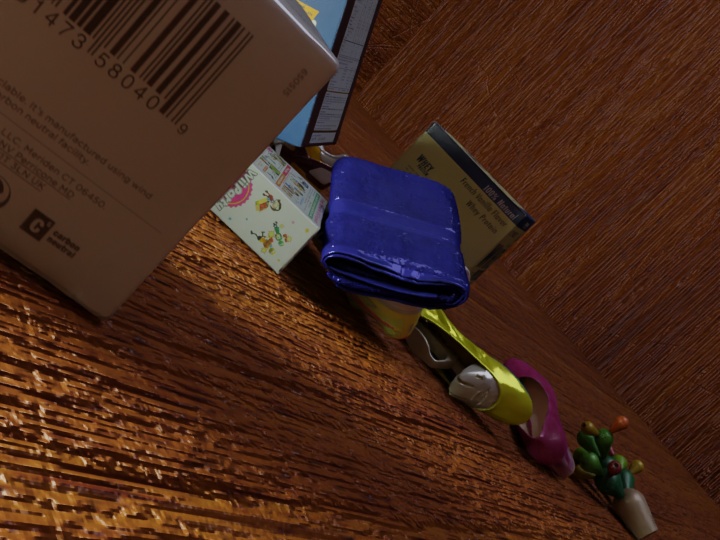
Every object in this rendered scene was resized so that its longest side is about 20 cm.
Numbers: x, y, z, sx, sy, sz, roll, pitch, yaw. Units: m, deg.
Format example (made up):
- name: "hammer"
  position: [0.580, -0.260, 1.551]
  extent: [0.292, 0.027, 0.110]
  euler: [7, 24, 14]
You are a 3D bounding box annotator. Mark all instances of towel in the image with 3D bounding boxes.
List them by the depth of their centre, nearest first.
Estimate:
- name: "towel"
  position: [0.032, -0.038, 0.937]
  extent: [0.147, 0.050, 0.201]
  euler: [16, 34, -9]

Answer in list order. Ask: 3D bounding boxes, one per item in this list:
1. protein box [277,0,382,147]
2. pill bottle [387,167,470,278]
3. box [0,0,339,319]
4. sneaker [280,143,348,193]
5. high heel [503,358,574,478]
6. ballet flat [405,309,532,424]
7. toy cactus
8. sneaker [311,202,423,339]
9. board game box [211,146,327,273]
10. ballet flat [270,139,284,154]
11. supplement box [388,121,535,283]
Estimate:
- name: "protein box"
  position: [-0.102, -0.265, 1.009]
  extent: [0.197, 0.201, 0.135]
  euler: [22, 13, 10]
- name: "pill bottle"
  position: [0.060, -0.040, 1.251]
  extent: [0.200, 0.111, 0.111]
  euler: [52, 12, 33]
- name: "box"
  position: [-0.155, -0.128, 0.511]
  extent: [0.199, 0.200, 0.172]
  euler: [39, 14, -26]
- name: "sneaker"
  position: [-0.103, -0.194, 1.260]
  extent: [0.200, 0.090, 0.075]
  euler: [47, 10, 2]
- name: "high heel"
  position: [0.213, 0.170, 1.181]
  extent: [0.096, 0.067, 0.201]
  euler: [50, 18, -39]
- name: "ballet flat"
  position: [0.109, 0.109, 1.050]
  extent: [0.200, 0.067, 0.067]
  euler: [46, 31, 16]
- name: "toy cactus"
  position: [0.364, 0.290, 1.281]
  extent: [0.166, 0.102, 0.200]
  euler: [61, 7, 24]
- name: "sneaker"
  position: [0.000, 0.000, 0.995]
  extent: [0.200, 0.078, 0.091]
  euler: [51, -30, 39]
- name: "board game box"
  position: [-0.126, -0.102, 0.901]
  extent: [0.200, 0.064, 0.148]
  euler: [43, 11, -9]
- name: "ballet flat"
  position: [-0.129, -0.144, 1.100]
  extent: [0.200, 0.067, 0.063]
  euler: [-49, 122, -76]
- name: "supplement box"
  position: [0.122, -0.078, 1.394]
  extent: [0.200, 0.200, 0.134]
  euler: [47, 11, 12]
